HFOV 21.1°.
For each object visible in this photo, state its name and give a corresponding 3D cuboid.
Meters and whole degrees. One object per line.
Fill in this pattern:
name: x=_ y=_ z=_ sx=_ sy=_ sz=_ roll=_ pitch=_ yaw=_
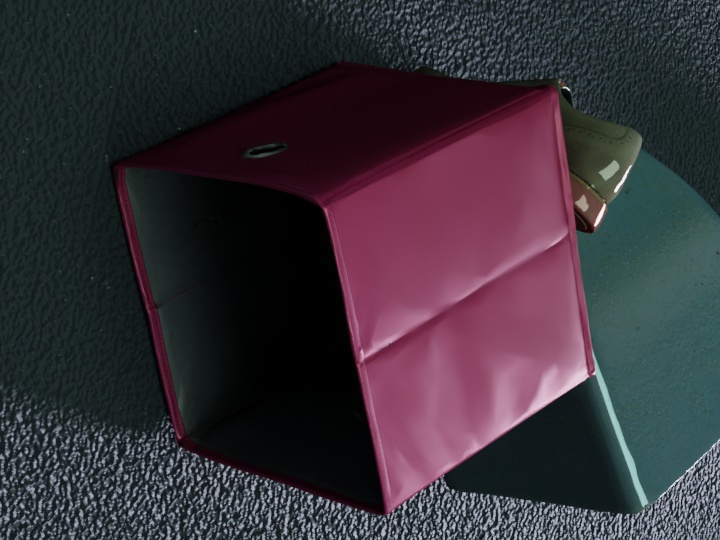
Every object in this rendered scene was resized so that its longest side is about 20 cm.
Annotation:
oxford shoe: x=0.104 y=-0.094 z=1.257 sx=0.075 sy=0.200 sz=0.070 roll=-50 pitch=140 yaw=-5
plant pot: x=0.150 y=0.025 z=1.347 sx=0.196 sy=0.195 sz=0.202 roll=-34 pitch=111 yaw=-34
fabric cube: x=0.000 y=0.000 z=1.180 sx=0.198 sy=0.195 sz=0.202 roll=-28 pitch=117 yaw=-37
